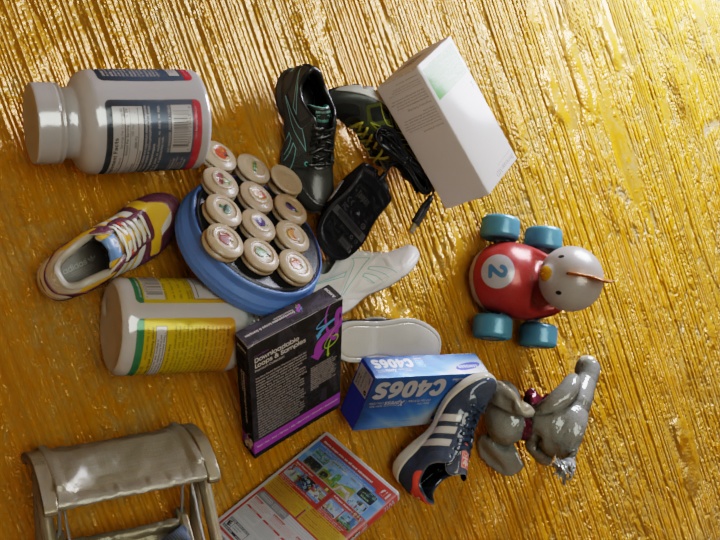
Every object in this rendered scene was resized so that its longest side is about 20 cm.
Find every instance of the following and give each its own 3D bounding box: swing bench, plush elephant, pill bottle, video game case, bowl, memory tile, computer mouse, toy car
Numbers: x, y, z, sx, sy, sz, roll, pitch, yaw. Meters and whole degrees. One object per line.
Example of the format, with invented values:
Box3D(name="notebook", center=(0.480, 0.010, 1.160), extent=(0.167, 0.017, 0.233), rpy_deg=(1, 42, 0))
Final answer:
Box3D(name="swing bench", center=(-0.263, 0.287, 1.026), extent=(0.196, 0.129, 0.204), rpy_deg=(-6, 87, -30))
Box3D(name="plush elephant", center=(0.250, 0.218, 1.341), extent=(0.153, 0.167, 0.201), rpy_deg=(20, 33, 9))
Box3D(name="pill bottle", center=(-0.203, 0.066, 1.095), extent=(0.197, 0.112, 0.115), rpy_deg=(0, 84, -31))
Box3D(name="pill bottle", center=(-0.286, -0.175, 1.067), extent=(0.197, 0.119, 0.122), rpy_deg=(-6, 88, -31))
Box3D(name="video game case", center=(-0.068, 0.304, 1.143), extent=(0.199, 0.142, 0.018), rpy_deg=(-35, 139, -28))
Box3D(name="bowl", center=(-0.134, -0.036, 1.128), extent=(0.199, 0.039, 0.203), rpy_deg=(27, 37, -23))
Box3D(name="memory tile", center=(-0.129, -0.074, 1.124), extent=(0.152, 0.017, 0.202), rpy_deg=(21, 40, -31))
Box3D(name="computer mouse", center=(0.019, -0.084, 1.251), extent=(0.140, 0.046, 0.202), rpy_deg=(41, 70, -28))
Box3D(name="toy car", center=(0.278, 0.011, 1.337), extent=(0.174, 0.199, 0.188), rpy_deg=(12, 78, -29))

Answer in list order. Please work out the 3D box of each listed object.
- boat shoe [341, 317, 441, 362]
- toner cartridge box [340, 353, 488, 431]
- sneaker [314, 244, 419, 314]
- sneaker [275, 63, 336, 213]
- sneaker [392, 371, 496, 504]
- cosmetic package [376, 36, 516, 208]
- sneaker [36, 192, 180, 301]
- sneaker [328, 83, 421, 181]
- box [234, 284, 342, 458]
Box3D(name="boat shoe", center=(0.027, 0.101, 1.258), extent=(0.197, 0.060, 0.075), rpy_deg=(3, 91, -38))
Box3D(name="toner cartridge box", center=(0.076, 0.166, 1.256), extent=(0.197, 0.043, 0.096), rpy_deg=(1, 126, -34))
Box3D(name="sneaker", center=(0.000, 0.000, 1.249), extent=(0.199, 0.070, 0.081), rpy_deg=(-28, 90, -31))
Box3D(name="sneaker", center=(-0.069, -0.178, 1.222), extent=(0.074, 0.079, 0.204), rpy_deg=(-13, 93, -32))
Box3D(name="sneaker", center=(0.134, 0.236, 1.251), extent=(0.075, 0.084, 0.201), rpy_deg=(32, 97, -44))
Box3D(name="cosmetic package", center=(0.122, -0.203, 1.263), extent=(0.201, 0.084, 0.108), rpy_deg=(56, 47, -17))
Box3D(name="sneaker", center=(-0.283, -0.030, 1.070), extent=(0.199, 0.090, 0.076), rpy_deg=(-40, 104, -27))
Box3D(name="sneaker", center=(0.030, -0.193, 1.284), extent=(0.198, 0.074, 0.086), rpy_deg=(23, 74, -27))
Box3D(name="box", center=(-0.087, 0.127, 1.135), extent=(0.142, 0.036, 0.202), rpy_deg=(-27, 139, -31))
